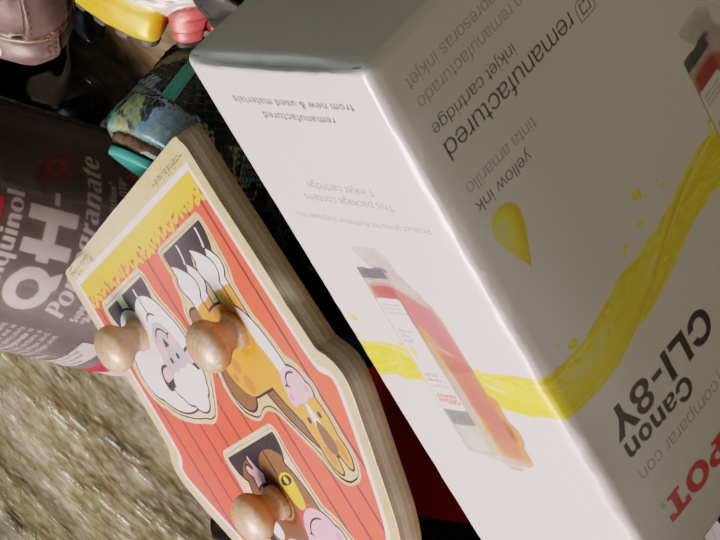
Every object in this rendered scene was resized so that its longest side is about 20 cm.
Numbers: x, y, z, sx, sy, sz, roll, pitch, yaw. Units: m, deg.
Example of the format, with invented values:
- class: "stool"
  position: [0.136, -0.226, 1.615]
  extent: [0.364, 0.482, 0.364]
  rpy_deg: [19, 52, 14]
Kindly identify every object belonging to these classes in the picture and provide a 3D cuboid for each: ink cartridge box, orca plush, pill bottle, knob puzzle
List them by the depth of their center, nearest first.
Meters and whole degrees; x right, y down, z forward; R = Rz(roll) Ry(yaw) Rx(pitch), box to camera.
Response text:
- class: "ink cartridge box"
  position: [0.064, -0.028, 0.639]
  extent: [0.083, 0.145, 0.201]
  rpy_deg: [9, 139, 49]
- class: "knob puzzle"
  position: [-0.044, 0.064, 0.794]
  extent: [0.219, 0.030, 0.221]
  rpy_deg: [41, 148, 32]
- class: "pill bottle"
  position: [-0.175, -0.025, 0.940]
  extent: [0.199, 0.112, 0.110]
  rpy_deg: [16, 174, -37]
- class: "orca plush"
  position: [-0.168, -0.091, 0.981]
  extent: [0.105, 0.071, 0.200]
  rpy_deg: [52, 154, -17]

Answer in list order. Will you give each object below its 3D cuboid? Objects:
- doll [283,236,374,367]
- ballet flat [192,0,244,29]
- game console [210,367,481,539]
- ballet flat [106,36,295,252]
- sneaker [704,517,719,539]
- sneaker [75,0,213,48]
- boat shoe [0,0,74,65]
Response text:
- class: "doll"
  position: [0.000, 0.000, 0.832]
  extent: [0.135, 0.049, 0.200]
  rpy_deg: [6, 152, -18]
- class: "ballet flat"
  position: [-0.036, -0.134, 0.710]
  extent: [0.201, 0.066, 0.057]
  rpy_deg: [78, 171, -48]
- class: "game console"
  position: [0.037, 0.119, 0.872]
  extent: [0.200, 0.118, 0.174]
  rpy_deg: [-3, 105, 59]
- class: "ballet flat"
  position: [-0.047, -0.040, 0.874]
  extent: [0.074, 0.074, 0.200]
  rpy_deg: [37, 172, 15]
- class: "sneaker"
  position: [0.148, 0.102, 0.801]
  extent: [0.083, 0.071, 0.200]
  rpy_deg: [31, 150, 39]
- class: "sneaker"
  position: [-0.122, -0.166, 0.806]
  extent: [0.199, 0.078, 0.082]
  rpy_deg: [27, 143, 18]
- class: "boat shoe"
  position: [-0.170, -0.140, 0.760]
  extent: [0.200, 0.072, 0.060]
  rpy_deg: [35, 146, 33]
